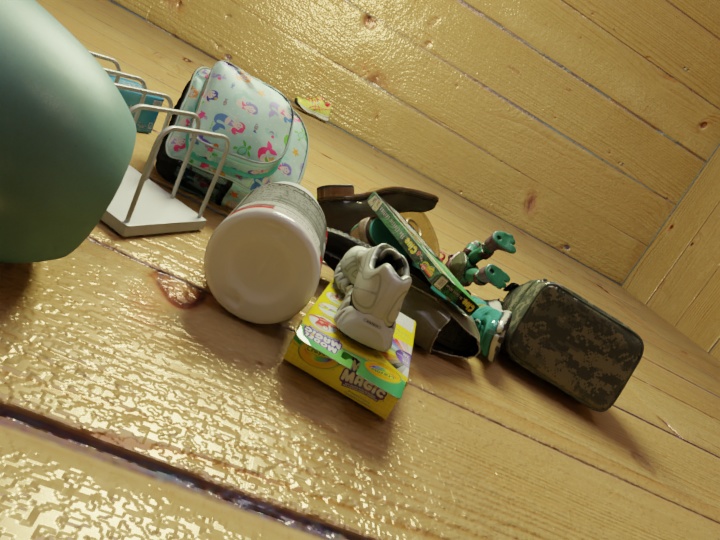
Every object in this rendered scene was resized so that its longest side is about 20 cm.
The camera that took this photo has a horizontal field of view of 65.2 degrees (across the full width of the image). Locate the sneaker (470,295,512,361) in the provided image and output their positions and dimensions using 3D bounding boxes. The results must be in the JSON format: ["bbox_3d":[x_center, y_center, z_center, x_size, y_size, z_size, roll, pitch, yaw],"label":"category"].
[{"bbox_3d":[0.177,0.080,0.856,0.078,0.079,0.200,20,7,-1],"label":"sneaker"}]

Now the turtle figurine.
[{"bbox_3d":[0.196,0.007,1.006,0.099,0.153,0.200,6,-17,-18],"label":"turtle figurine"}]

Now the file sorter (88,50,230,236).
[{"bbox_3d":[-0.269,-0.147,0.640,0.198,0.126,0.138,34,17,13],"label":"file sorter"}]

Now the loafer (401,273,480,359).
[{"bbox_3d":[0.083,0.059,0.725,0.197,0.076,0.070,23,13,-24],"label":"loafer"}]

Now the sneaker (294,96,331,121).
[{"bbox_3d":[-0.211,-0.752,2.544,0.198,0.091,0.078,10,26,-46],"label":"sneaker"}]

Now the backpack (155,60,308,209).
[{"bbox_3d":[-0.171,-0.184,0.816,0.198,0.181,0.150,26,-29,-27],"label":"backpack"}]

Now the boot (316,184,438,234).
[{"bbox_3d":[0.027,-0.080,0.896,0.196,0.099,0.075,1,-5,-4],"label":"boot"}]

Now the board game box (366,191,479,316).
[{"bbox_3d":[0.082,-0.027,0.777,0.105,0.023,0.201,40,12,-43],"label":"board game box"}]

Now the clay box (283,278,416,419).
[{"bbox_3d":[-0.005,0.074,0.580,0.114,0.048,0.200,30,17,1],"label":"clay box"}]

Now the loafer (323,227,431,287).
[{"bbox_3d":[0.000,0.000,0.759,0.197,0.072,0.073,25,4,-5],"label":"loafer"}]

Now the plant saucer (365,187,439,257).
[{"bbox_3d":[0.082,-0.065,0.986,0.199,0.035,0.203,32,42,-34],"label":"plant saucer"}]

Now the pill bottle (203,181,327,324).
[{"bbox_3d":[-0.093,-0.032,0.621,0.112,0.115,0.200,27,17,-9],"label":"pill bottle"}]

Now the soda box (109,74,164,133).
[{"bbox_3d":[-0.400,-0.265,0.865,0.067,0.065,0.200,33,16,13],"label":"soda box"}]

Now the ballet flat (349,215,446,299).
[{"bbox_3d":[0.055,-0.003,0.856,0.201,0.067,0.069,49,50,-23],"label":"ballet flat"}]

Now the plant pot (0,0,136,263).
[{"bbox_3d":[-0.264,-0.098,0.402,0.160,0.201,0.201,33,10,-40],"label":"plant pot"}]

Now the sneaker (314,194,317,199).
[{"bbox_3d":[-0.013,-0.093,1.016,0.089,0.079,0.199,17,-8,46],"label":"sneaker"}]

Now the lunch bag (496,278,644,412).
[{"bbox_3d":[0.313,0.107,0.895,0.198,0.141,0.168,31,0,1],"label":"lunch bag"}]

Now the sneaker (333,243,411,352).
[{"bbox_3d":[0.017,0.007,0.590,0.074,0.082,0.200,24,16,-12],"label":"sneaker"}]
